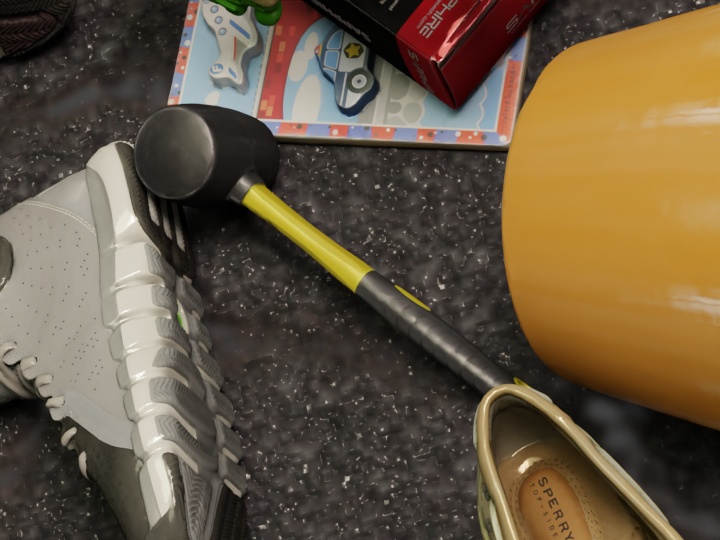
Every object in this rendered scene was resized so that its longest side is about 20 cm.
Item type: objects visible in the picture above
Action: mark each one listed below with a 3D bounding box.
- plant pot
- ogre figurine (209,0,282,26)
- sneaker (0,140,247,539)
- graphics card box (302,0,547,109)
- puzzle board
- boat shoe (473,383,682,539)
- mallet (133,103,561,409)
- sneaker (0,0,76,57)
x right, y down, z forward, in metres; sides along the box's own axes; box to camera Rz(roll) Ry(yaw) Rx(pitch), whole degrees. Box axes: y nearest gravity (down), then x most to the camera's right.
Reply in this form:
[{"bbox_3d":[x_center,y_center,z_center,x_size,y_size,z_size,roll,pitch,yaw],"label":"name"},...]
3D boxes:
[{"bbox_3d":[0.156,-0.017,0.879,0.182,0.200,0.202,2,68,34],"label":"plant pot"},{"bbox_3d":[-0.006,-0.164,0.953,0.200,0.098,0.121,-13,49,60],"label":"ogre figurine"},{"bbox_3d":[-0.114,0.053,0.995,0.115,0.075,0.201,-22,53,13],"label":"sneaker"},{"bbox_3d":[0.002,-0.170,1.040,0.200,0.051,0.126,37,82,24],"label":"graphics card box"},{"bbox_3d":[0.004,-0.147,1.066,0.149,0.017,0.202,3,69,18],"label":"puzzle board"},{"bbox_3d":[0.086,0.122,0.804,0.073,0.063,0.200,-32,51,-4],"label":"boat shoe"},{"bbox_3d":[0.000,0.000,0.998,0.199,0.066,0.041,36,103,11],"label":"mallet"},{"bbox_3d":[-0.215,-0.148,1.104,0.198,0.076,0.116,-6,63,16],"label":"sneaker"}]
